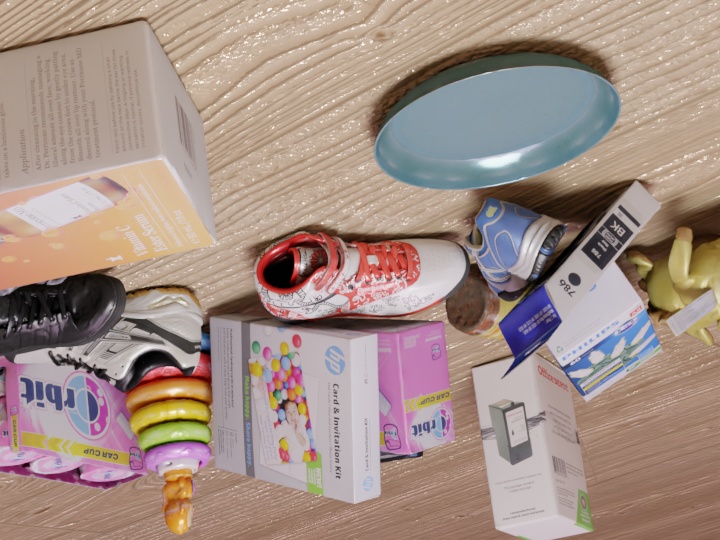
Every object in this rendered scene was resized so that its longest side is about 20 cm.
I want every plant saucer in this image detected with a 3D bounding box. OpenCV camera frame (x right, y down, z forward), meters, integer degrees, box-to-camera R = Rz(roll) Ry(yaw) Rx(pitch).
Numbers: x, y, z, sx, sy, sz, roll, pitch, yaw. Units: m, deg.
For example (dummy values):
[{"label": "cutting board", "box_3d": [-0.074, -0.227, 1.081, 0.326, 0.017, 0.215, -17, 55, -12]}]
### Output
[{"label": "plant saucer", "box_3d": [0.106, -0.120, 1.182, 0.197, 0.028, 0.200, -9, 159, -3]}]

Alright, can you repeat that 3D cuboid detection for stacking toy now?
[{"label": "stacking toy", "box_3d": [-0.191, 0.169, 1.529, 0.108, 0.202, 0.116, -3, 157, -16]}]

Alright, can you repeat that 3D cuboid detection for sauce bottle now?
[{"label": "sauce bottle", "box_3d": [0.172, 0.043, 1.558, 0.199, 0.067, 0.066, 9, 152, -44]}]

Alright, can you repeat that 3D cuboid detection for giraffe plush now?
[{"label": "giraffe plush", "box_3d": [0.354, 0.016, 1.485, 0.198, 0.175, 0.162, -15, -178, -14]}]

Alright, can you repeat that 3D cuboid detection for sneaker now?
[{"label": "sneaker", "box_3d": [-0.317, 0.042, 1.351, 0.198, 0.061, 0.104, -16, 162, 24]}, {"label": "sneaker", "box_3d": [0.138, -0.026, 1.392, 0.077, 0.076, 0.200, 32, 168, 4]}, {"label": "sneaker", "box_3d": [0.000, 0.001, 1.378, 0.199, 0.068, 0.108, -10, 161, 7]}, {"label": "sneaker", "box_3d": [-0.248, 0.074, 1.426, 0.197, 0.089, 0.076, -10, 160, 4]}]

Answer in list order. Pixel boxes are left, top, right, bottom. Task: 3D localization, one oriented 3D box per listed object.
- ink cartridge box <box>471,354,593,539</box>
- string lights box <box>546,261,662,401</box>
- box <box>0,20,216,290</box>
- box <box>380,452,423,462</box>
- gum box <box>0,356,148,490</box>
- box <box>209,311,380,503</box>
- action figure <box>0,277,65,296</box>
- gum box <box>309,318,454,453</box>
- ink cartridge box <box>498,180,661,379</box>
[{"label": "ink cartridge box", "box_3d": [0.211, 0.217, 1.825, 0.083, 0.202, 0.145, -16, 158, 22]}, {"label": "string lights box", "box_3d": [0.241, 0.063, 1.527, 0.102, 0.059, 0.200, -35, 157, 5]}, {"label": "box", "box_3d": [-0.217, -0.073, 1.049, 0.197, 0.108, 0.152, -12, 158, 5]}, {"label": "box", "box_3d": [0.000, 0.199, 1.890, 0.156, 0.050, 0.200, -9, 158, -2]}, {"label": "gum box", "box_3d": [-0.313, 0.153, 1.553, 0.066, 0.115, 0.199, -21, 155, 27]}, {"label": "box", "box_3d": [-0.065, 0.129, 1.445, 0.199, 0.158, 0.041, 7, -168, 42]}, {"label": "action figure", "box_3d": [-0.339, 0.005, 1.243, 0.198, 0.070, 0.130, -1, 152, -29]}, {"label": "gum box", "box_3d": [-0.004, 0.109, 1.473, 0.066, 0.115, 0.199, -11, -173, -42]}, {"label": "ink cartridge box", "box_3d": [0.189, 0.008, 1.360, 0.200, 0.039, 0.100, -47, 179, -32]}]
